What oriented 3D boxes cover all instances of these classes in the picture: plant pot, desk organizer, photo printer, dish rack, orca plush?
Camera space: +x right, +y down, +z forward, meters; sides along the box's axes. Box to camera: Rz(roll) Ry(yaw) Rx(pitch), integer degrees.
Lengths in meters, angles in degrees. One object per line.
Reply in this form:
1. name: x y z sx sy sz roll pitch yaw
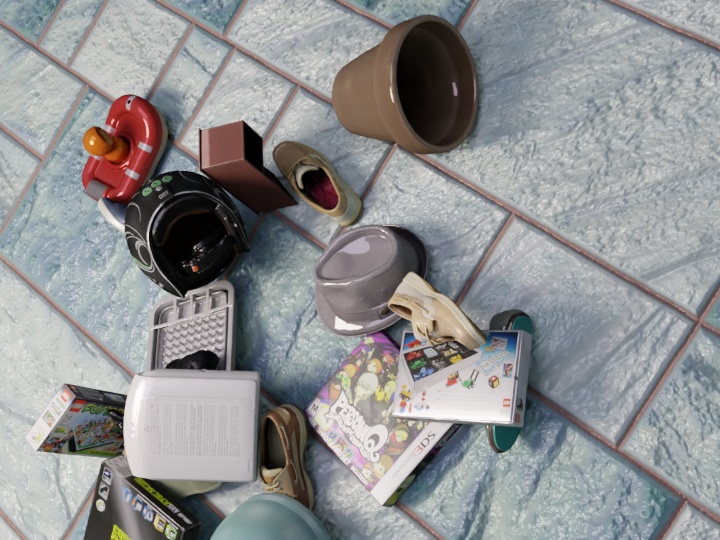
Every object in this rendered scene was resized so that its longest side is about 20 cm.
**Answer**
1. plant pot: 0.052 -0.272 1.581 0.174 0.200 0.201 0 77 44
2. desk organizer: -0.174 -0.160 1.651 0.077 0.200 0.072 -10 69 19
3. photo printer: -0.250 0.230 1.556 0.199 0.069 0.167 1 92 -2
4. dish rack: -0.268 0.125 1.699 0.171 0.044 0.201 -16 56 23
5. orca plush: -0.315 0.181 1.622 0.199 0.071 0.106 -25 53 18
6. plant pot: -0.148 0.435 1.490 0.199 0.134 0.202 7 103 30

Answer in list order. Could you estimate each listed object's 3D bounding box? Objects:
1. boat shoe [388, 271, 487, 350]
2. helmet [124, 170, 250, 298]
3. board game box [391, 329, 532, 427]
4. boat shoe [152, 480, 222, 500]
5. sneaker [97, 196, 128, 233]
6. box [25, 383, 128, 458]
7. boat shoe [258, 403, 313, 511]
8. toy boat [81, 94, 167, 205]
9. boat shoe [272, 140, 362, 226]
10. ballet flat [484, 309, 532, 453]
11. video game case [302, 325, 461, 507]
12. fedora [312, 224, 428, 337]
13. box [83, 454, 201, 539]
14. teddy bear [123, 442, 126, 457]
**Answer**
1. boat shoe: 0.101 0.070 1.439 0.069 0.074 0.200 -45 30 -4
2. helmet: -0.276 -0.059 1.651 0.201 0.199 0.191 -64 22 0
3. board game box: 0.138 0.147 1.446 0.199 0.035 0.127 -3 72 39
4. boat shoe: -0.289 0.325 1.674 0.200 0.061 0.072 -14 106 26
5. sneaker: -0.357 -0.085 1.794 0.200 0.075 0.085 34 93 12
6. box: -0.430 0.246 1.683 0.035 0.200 0.110 41 98 29
7. boat shoe: -0.122 0.302 1.567 0.075 0.074 0.201 -5 88 33
8. toy boat: -0.433 -0.216 1.837 0.130 0.131 0.201 25 90 30
9. boat shoe: -0.077 -0.150 1.672 0.200 0.066 0.074 41 97 29
10. ballet flat: 0.198 0.154 1.467 0.064 0.067 0.201 -3 74 55
11. video game case: 0.032 0.213 1.545 0.181 0.036 0.200 -49 61 7
12. fedora: 0.000 0.000 1.565 0.199 0.090 0.178 -18 58 19
13. box: -0.351 0.425 1.652 0.200 0.047 0.194 31 113 29
14. teddy bear: -0.291 0.253 1.659 0.199 0.145 0.067 1 118 46
